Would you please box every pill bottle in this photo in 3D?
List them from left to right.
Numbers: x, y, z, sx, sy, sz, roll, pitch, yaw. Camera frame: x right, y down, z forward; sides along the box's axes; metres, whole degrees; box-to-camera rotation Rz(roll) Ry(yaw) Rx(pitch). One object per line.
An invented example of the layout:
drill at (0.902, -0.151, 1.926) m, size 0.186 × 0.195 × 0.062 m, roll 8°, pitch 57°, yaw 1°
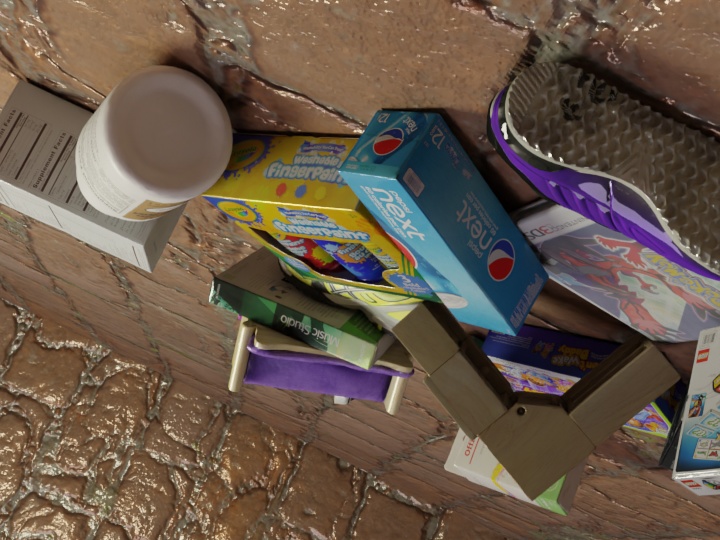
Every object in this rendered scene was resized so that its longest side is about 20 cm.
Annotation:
pill bottle at (-0.199, -0.106, 0.907) m, size 0.114 × 0.115 × 0.199 m, roll 31°, pitch 162°, yaw -20°

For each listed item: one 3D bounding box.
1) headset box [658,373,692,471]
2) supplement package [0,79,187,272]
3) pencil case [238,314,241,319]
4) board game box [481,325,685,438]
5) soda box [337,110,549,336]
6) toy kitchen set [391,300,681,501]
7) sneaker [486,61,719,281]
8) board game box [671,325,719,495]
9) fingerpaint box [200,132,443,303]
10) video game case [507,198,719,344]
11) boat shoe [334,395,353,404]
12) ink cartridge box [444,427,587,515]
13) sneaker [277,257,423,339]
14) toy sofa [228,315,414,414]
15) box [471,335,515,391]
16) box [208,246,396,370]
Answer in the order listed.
headset box at (0.373, 0.146, 0.885) m, size 0.172 × 0.094 × 0.200 m, roll 20°, pitch 162°, yaw 19°
supplement package at (-0.295, -0.099, 1.071) m, size 0.198 × 0.111 × 0.114 m, roll 25°, pitch 164°, yaw -1°
pencil case at (-0.043, 0.058, 1.217) m, size 0.198 × 0.093 × 0.085 m, roll 24°, pitch 163°, yaw 7°
board game box at (0.246, 0.118, 1.066) m, size 0.198 × 0.045 × 0.134 m, roll 11°, pitch 158°, yaw 40°
soda box at (0.070, -0.034, 0.781) m, size 0.067 × 0.064 × 0.200 m, roll 13°, pitch 152°, yaw 46°
toy kitchen set at (0.163, 0.073, 0.958) m, size 0.200 × 0.180 × 0.163 m, roll 50°, pitch -171°, yaw 3°
sneaker at (0.164, -0.059, 0.629) m, size 0.199 × 0.070 × 0.099 m, roll 32°, pitch 169°, yaw -10°
board game box at (0.308, 0.083, 0.673) m, size 0.034 × 0.127 × 0.199 m, roll 32°, pitch 152°, yaw -21°
fingerpaint box at (-0.019, -0.047, 0.897) m, size 0.198 × 0.074 × 0.167 m, roll 9°, pitch 157°, yaw 41°
video game case at (0.220, -0.001, 0.785) m, size 0.199 × 0.023 × 0.182 m, roll 29°, pitch 163°, yaw -13°
boat shoe at (0.010, 0.127, 1.308) m, size 0.063 × 0.072 × 0.200 m, roll 13°, pitch -165°, yaw 7°
ink cartridge box at (0.210, 0.248, 1.382) m, size 0.198 × 0.118 × 0.067 m, roll 13°, pitch 159°, yaw 33°
sneaker at (0.000, 0.000, 1.055) m, size 0.198 × 0.075 × 0.077 m, roll 22°, pitch 131°, yaw 21°
toy sofa at (-0.043, 0.106, 1.099) m, size 0.197 × 0.084 × 0.098 m, roll 10°, pitch -157°, yaw -14°
box at (0.186, 0.147, 1.232) m, size 0.199 × 0.049 × 0.117 m, roll 32°, pitch 165°, yaw -16°
box at (-0.049, 0.034, 1.105) m, size 0.198 × 0.037 × 0.144 m, roll 21°, pitch -156°, yaw 16°
